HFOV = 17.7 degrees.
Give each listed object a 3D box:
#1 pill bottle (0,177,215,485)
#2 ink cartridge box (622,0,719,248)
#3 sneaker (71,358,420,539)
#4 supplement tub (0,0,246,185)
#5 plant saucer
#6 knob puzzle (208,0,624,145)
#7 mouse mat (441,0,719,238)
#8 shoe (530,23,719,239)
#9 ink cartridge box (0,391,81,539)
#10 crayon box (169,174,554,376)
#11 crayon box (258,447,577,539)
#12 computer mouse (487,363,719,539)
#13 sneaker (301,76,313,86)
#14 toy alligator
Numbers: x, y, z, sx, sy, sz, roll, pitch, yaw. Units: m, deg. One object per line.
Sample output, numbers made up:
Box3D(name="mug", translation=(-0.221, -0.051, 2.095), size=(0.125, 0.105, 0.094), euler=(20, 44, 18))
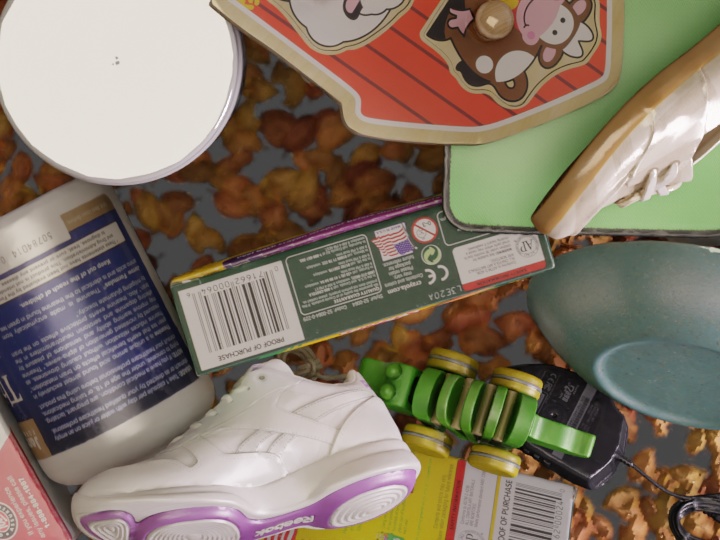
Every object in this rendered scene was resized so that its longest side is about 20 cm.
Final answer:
Box3D(name="pill bottle", translation=(-0.152, 0.053, 1.330), size=(0.111, 0.111, 0.200), euler=(-27, 94, 1))
Box3D(name="ink cartridge box", translation=(0.164, -0.089, 1.302), size=(0.200, 0.145, 0.083), euler=(39, 87, -4))
Box3D(name="sneaker", translation=(-0.071, 0.105, 1.283), size=(0.200, 0.075, 0.100), euler=(-8, 59, -27))
Box3D(name="supplement tub", translation=(-0.128, -0.115, 1.273), size=(0.132, 0.200, 0.132), euler=(0, 94, -1))
Box3D(name="plant saucer", translation=(0.187, 0.049, 1.299), size=(0.201, 0.201, 0.039), euler=(17, 65, -3))
Box3D(name="knob puzzle", translation=(0.052, -0.153, 1.182), size=(0.219, 0.030, 0.220), euler=(1, 87, -11))
Box3D(name="mouse mat", translation=(0.124, -0.118, 1.214), size=(0.161, 0.008, 0.200), euler=(2, 90, -5))
Box3D(name="shoe", translation=(0.171, -0.080, 1.179), size=(0.200, 0.070, 0.053), euler=(-42, 85, -7))
Box3D(name="ink cartridge box", translation=(-0.284, 0.139, 1.347), size=(0.200, 0.083, 0.145), euler=(-29, 95, 1))
Box3D(name="crayon box", translation=(0.000, 0.000, 1.299), size=(0.200, 0.173, 0.058), euler=(-17, 91, 0))
Box3D(name="crayon box", translation=(0.018, 0.162, 1.338), size=(0.200, 0.127, 0.051), euler=(15, 138, -2))
Box3D(name="computer mouse", translation=(0.161, 0.119, 1.381), size=(0.200, 0.034, 0.059), euler=(33, 71, -2))
Box3D(name="sneaker", translation=(-0.010, -0.188, 1.291), size=(0.092, 0.200, 0.076), euler=(45, 49, 3))
Box3D(name="toy alligator", translation=(0.037, 0.072, 1.339), size=(0.200, 0.054, 0.059), euler=(16, 78, 14))
